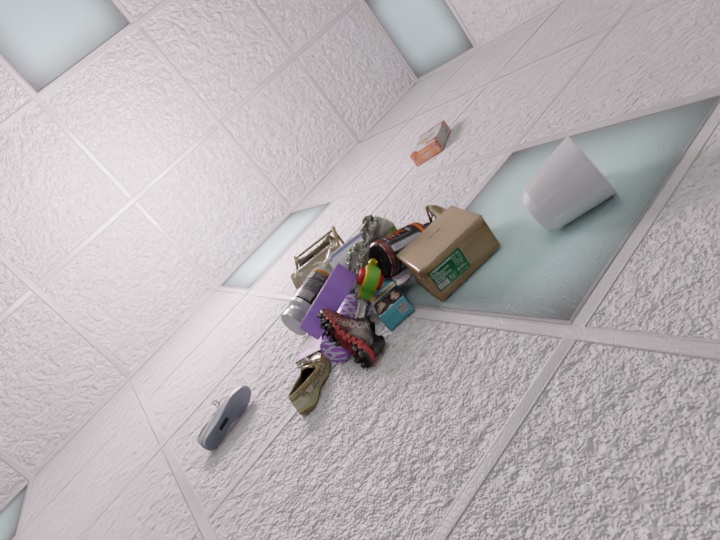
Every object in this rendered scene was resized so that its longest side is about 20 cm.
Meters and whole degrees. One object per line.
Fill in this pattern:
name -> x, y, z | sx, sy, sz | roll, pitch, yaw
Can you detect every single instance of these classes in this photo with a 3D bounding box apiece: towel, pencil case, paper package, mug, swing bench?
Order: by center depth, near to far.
mug -> 0.430, -0.162, 1.174 | 0.153, 0.185, 0.151 | -43, 49, 22
paper package -> 0.210, -0.048, 1.360 | 0.199, 0.104, 0.191 | -41, 18, -2
pencil case -> -0.036, 0.147, 1.464 | 0.084, 0.085, 0.201 | -4, 38, 28
towel -> 0.000, 0.000, 1.603 | 0.146, 0.202, 0.024 | -37, -25, 15
swing bench -> -0.132, -0.018, 1.933 | 0.198, 0.130, 0.201 | -36, 20, 13

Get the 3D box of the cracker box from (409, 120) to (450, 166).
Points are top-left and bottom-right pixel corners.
cracker box -> 0.290, -0.529, 2.325 | 0.133, 0.058, 0.201 | -28, 24, 36

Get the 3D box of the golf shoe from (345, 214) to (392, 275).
golf shoe -> 0.028, -0.059, 1.549 | 0.079, 0.096, 0.202 | 54, 131, 34

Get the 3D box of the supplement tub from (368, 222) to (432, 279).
supplement tub -> 0.124, -0.062, 1.506 | 0.198, 0.109, 0.106 | -27, 10, -30

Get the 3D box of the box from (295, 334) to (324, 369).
box -> -0.097, 0.177, 1.581 | 0.142, 0.036, 0.201 | -31, 21, 30

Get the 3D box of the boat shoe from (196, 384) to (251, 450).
boat shoe -> -0.395, 0.410, 1.597 | 0.085, 0.075, 0.204 | 5, 54, 42

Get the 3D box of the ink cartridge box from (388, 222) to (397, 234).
ink cartridge box -> 0.056, -0.082, 1.724 | 0.103, 0.060, 0.200 | -36, 2, 20

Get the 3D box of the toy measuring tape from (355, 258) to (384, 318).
toy measuring tape -> 0.017, 0.055, 1.410 | 0.073, 0.073, 0.203 | -20, 48, 47

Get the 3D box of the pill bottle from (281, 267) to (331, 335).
pill bottle -> -0.154, 0.097, 1.747 | 0.115, 0.117, 0.201 | -15, 32, 52

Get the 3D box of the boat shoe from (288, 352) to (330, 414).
boat shoe -> -0.127, 0.266, 1.401 | 0.073, 0.063, 0.201 | -33, 20, 24

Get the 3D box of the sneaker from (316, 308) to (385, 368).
sneaker -> -0.019, 0.146, 1.346 | 0.097, 0.072, 0.199 | -37, 53, -27

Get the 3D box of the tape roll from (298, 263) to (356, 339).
tape roll -> -0.088, 0.083, 1.506 | 0.202, 0.065, 0.200 | -59, 3, 5

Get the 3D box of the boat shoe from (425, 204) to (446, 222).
boat shoe -> 0.241, -0.145, 1.588 | 0.075, 0.073, 0.201 | -25, 27, 2

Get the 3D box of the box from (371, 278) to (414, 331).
box -> 0.072, 0.076, 1.443 | 0.082, 0.049, 0.200 | -41, 18, 3
